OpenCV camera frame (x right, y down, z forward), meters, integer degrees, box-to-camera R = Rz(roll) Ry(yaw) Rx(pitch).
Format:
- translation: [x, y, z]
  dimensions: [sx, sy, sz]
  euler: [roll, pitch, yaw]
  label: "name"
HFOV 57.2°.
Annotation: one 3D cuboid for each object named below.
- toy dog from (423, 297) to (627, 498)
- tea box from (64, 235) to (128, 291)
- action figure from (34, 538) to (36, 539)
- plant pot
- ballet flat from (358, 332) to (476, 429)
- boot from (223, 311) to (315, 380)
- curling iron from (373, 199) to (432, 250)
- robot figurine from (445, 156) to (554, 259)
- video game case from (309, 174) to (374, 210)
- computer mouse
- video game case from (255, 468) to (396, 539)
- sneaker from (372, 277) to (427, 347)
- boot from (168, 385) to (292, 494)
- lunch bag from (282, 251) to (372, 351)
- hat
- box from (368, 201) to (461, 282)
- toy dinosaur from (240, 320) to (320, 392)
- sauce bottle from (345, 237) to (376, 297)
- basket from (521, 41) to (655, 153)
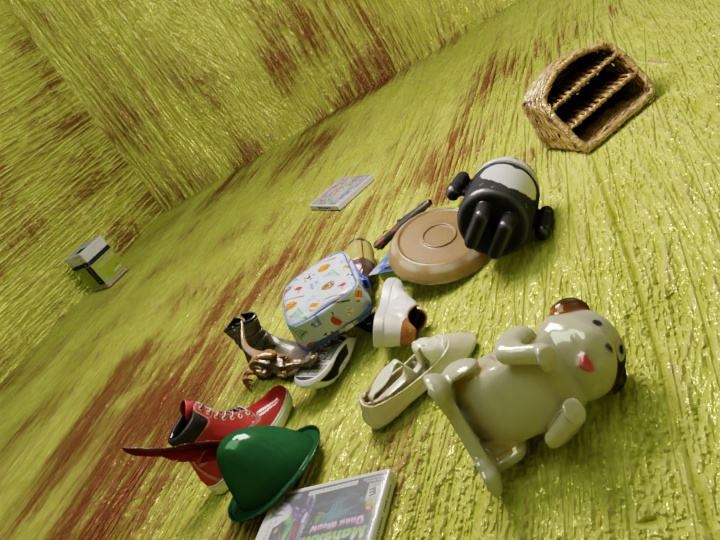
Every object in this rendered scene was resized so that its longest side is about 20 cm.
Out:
- translation: [0.193, 0.124, 0.714]
  dimensions: [0.198, 0.141, 0.194]
  euler: [-33, -15, 9]
  label: "toy dog"
- translation: [-1.186, -0.026, 2.968]
  dimensions: [0.198, 0.198, 0.134]
  euler: [-9, 33, 46]
  label: "tea box"
- translation: [-0.631, 0.551, 1.136]
  dimensions: [0.132, 0.152, 0.199]
  euler: [24, 36, 32]
  label: "action figure"
- translation: [0.141, -0.054, 1.168]
  dimensions: [0.195, 0.028, 0.202]
  euler: [-12, 40, 10]
  label: "plant pot"
- translation: [0.077, 0.137, 0.916]
  dimensions: [0.199, 0.070, 0.069]
  euler: [-40, 22, -10]
  label: "ballet flat"
- translation: [-0.164, 0.132, 1.199]
  dimensions: [0.197, 0.132, 0.068]
  euler: [-15, 28, 42]
  label: "boot"
- translation: [0.080, -0.092, 1.304]
  dimensions: [0.050, 0.025, 0.200]
  euler: [-54, 7, -35]
  label: "curling iron"
- translation: [0.228, -0.106, 1.082]
  dimensions: [0.123, 0.151, 0.201]
  euler: [-24, 20, 36]
  label: "robot figurine"
- translation: [-0.057, -0.227, 1.928]
  dimensions: [0.143, 0.018, 0.199]
  euler: [-43, 23, -18]
  label: "video game case"
- translation: [-0.042, 0.140, 1.123]
  dimensions: [0.108, 0.044, 0.200]
  euler: [-5, 32, 40]
  label: "computer mouse"
- translation: [-0.060, 0.331, 0.783]
  dimensions: [0.197, 0.024, 0.183]
  euler: [-23, 26, 30]
  label: "video game case"
- translation: [0.070, 0.072, 1.086]
  dimensions: [0.082, 0.074, 0.201]
  euler: [2, 24, 7]
  label: "sneaker"
- translation: [-0.205, 0.227, 1.048]
  dimensions: [0.072, 0.146, 0.200]
  euler: [-8, 33, 51]
  label: "boot"
- translation: [-0.056, 0.050, 1.156]
  dimensions: [0.158, 0.076, 0.201]
  euler: [-30, 25, 2]
  label: "lunch bag"
- translation: [-0.178, 0.230, 0.922]
  dimensions: [0.164, 0.177, 0.200]
  euler: [-25, 18, 48]
  label: "hat"
- translation: [0.113, -0.046, 1.258]
  dimensions: [0.121, 0.048, 0.201]
  euler: [-10, 33, 49]
  label: "box"
- translation: [-0.158, 0.149, 1.099]
  dimensions: [0.196, 0.062, 0.106]
  euler: [12, 24, 30]
  label: "toy dinosaur"
- translation: [0.000, 0.000, 1.313]
  dimensions: [0.064, 0.065, 0.201]
  euler: [-30, 21, 13]
  label: "sauce bottle"
- translation: [0.429, -0.340, 1.257]
  dimensions: [0.199, 0.144, 0.149]
  euler: [-38, 21, -6]
  label: "basket"
